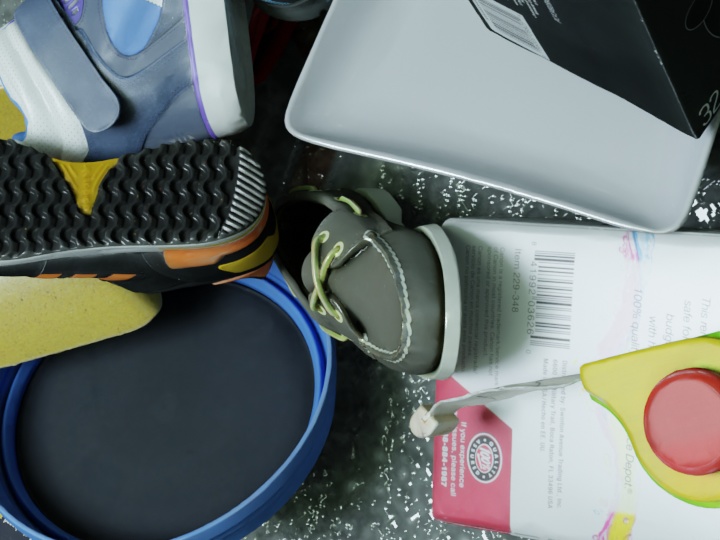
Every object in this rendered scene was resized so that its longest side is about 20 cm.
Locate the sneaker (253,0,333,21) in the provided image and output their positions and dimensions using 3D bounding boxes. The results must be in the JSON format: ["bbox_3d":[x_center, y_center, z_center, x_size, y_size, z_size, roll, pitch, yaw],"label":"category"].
[{"bbox_3d":[-0.004,-0.222,0.830,0.073,0.082,0.200,24,90,17],"label":"sneaker"}]

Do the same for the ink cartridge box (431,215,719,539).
[{"bbox_3d":[0.137,0.053,0.761,0.200,0.086,0.148,6,94,33],"label":"ink cartridge box"}]

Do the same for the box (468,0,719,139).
[{"bbox_3d":[0.131,-0.187,0.680,0.124,0.149,0.200,33,85,29],"label":"box"}]

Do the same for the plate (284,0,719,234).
[{"bbox_3d":[0.087,-0.125,0.775,0.199,0.032,0.200,17,77,23],"label":"plate"}]

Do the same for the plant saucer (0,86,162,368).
[{"bbox_3d":[-0.221,-0.036,0.930,0.200,0.048,0.200,-16,53,5],"label":"plant saucer"}]

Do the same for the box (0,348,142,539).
[{"bbox_3d":[-0.226,0.100,0.973,0.200,0.049,0.161,28,88,29],"label":"box"}]

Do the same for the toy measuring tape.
[{"bbox_3d":[0.112,0.069,0.686,0.200,0.074,0.074,-17,82,32],"label":"toy measuring tape"}]

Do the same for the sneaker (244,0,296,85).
[{"bbox_3d":[-0.087,-0.184,0.931,0.115,0.078,0.200,-10,79,11],"label":"sneaker"}]

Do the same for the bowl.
[{"bbox_3d":[-0.108,0.065,0.882,0.200,0.039,0.201,-7,54,10],"label":"bowl"}]

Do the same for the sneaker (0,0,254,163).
[{"bbox_3d":[-0.138,-0.151,0.856,0.146,0.081,0.200,-9,83,9],"label":"sneaker"}]

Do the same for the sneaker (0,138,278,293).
[{"bbox_3d":[-0.138,-0.016,0.834,0.200,0.090,0.070,-1,61,9],"label":"sneaker"}]

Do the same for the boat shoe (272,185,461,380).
[{"bbox_3d":[0.000,0.003,0.801,0.202,0.060,0.072,-131,47,-70],"label":"boat shoe"}]
